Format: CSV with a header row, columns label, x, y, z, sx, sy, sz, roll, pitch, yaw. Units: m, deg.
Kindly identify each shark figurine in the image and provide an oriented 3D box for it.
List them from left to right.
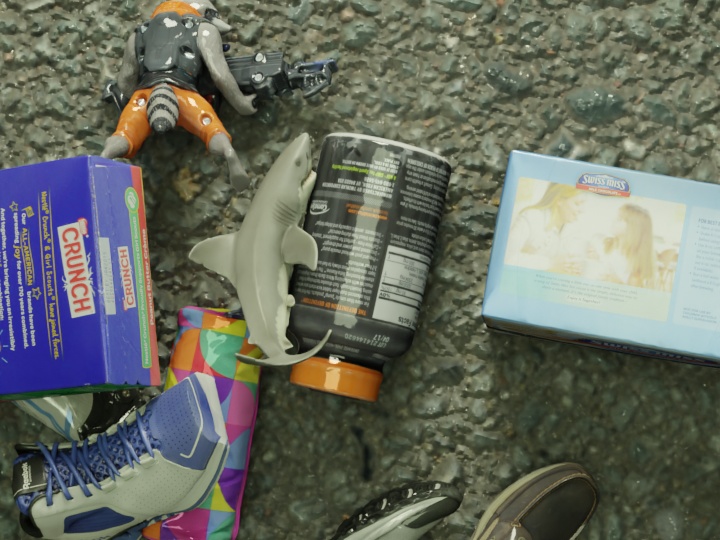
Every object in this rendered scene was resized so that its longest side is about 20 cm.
label,x,y,z,sx,sy,sz,roll,pitch,yaw
shark figurine,-0.085,0.008,1.344,0.089,0.128,0.215,15,50,-18

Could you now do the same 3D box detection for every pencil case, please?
label,x,y,z,sx,sy,sz,roll,pitch,yaw
pencil case,-0.120,0.123,1.413,0.088,0.088,0.200,12,87,7

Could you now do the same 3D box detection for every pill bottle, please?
label,x,y,z,sx,sy,sz,roll,pitch,yaw
pill bottle,0.000,0.000,1.398,0.106,0.106,0.200,13,86,7

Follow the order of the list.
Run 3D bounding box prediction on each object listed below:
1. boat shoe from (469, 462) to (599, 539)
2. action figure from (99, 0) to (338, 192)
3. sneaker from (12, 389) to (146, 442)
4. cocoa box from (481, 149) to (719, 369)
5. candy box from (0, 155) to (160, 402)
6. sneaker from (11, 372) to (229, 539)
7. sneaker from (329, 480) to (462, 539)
label,x,y,z,sx,sy,sz,roll,pitch,yaw
boat shoe,0.114,0.234,1.368,0.200,0.073,0.074,-46,113,0
action figure,-0.123,-0.150,1.409,0.200,0.105,0.194,-11,50,9
sneaker,-0.241,0.098,1.443,0.200,0.072,0.072,44,64,-4
cocoa box,0.201,-0.006,1.364,0.200,0.131,0.134,10,86,7
candy box,-0.257,0.012,1.337,0.200,0.077,0.169,-7,85,27
sneaker,-0.194,0.154,1.334,0.199,0.115,0.081,-43,51,32
sneaker,0.003,0.237,1.399,0.200,0.074,0.079,-39,91,8
